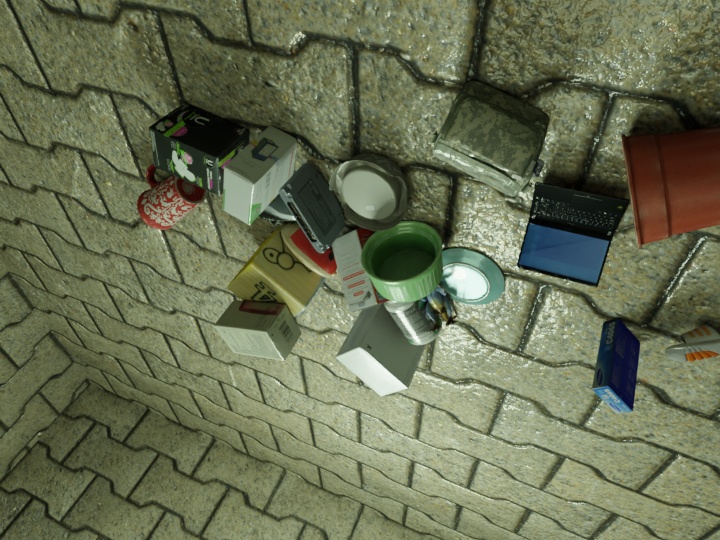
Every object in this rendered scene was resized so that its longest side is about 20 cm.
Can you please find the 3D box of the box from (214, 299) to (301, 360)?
[{"bbox_3d":[-0.293,0.169,1.495,0.199,0.109,0.128,3,134,31],"label":"box"}]

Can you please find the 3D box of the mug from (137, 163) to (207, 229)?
[{"bbox_3d":[-0.568,-0.228,1.540,0.199,0.134,0.178,-18,122,40],"label":"mug"}]

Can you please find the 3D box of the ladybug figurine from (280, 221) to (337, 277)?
[{"bbox_3d":[-0.131,-0.065,1.438,0.200,0.136,0.072,45,110,0],"label":"ladybug figurine"}]

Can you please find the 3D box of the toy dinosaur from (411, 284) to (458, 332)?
[{"bbox_3d":[0.183,0.070,1.389,0.105,0.200,0.182,-20,88,11],"label":"toy dinosaur"}]

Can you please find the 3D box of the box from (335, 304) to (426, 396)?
[{"bbox_3d":[0.069,0.229,1.554,0.200,0.199,0.131,43,140,-14],"label":"box"}]

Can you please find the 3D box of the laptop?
[{"bbox_3d":[0.429,-0.071,1.076,0.176,0.104,0.200,15,158,18],"label":"laptop"}]

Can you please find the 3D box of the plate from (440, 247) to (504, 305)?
[{"bbox_3d":[0.271,0.025,1.348,0.199,0.026,0.201,18,140,16],"label":"plate"}]

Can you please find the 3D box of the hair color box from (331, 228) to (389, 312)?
[{"bbox_3d":[0.000,0.000,1.386,0.111,0.064,0.201,-21,81,45],"label":"hair color box"}]

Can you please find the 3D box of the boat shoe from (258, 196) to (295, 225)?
[{"bbox_3d":[-0.235,-0.160,1.437,0.198,0.074,0.068,13,133,22],"label":"boat shoe"}]

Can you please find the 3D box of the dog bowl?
[{"bbox_3d":[0.027,-0.192,1.249,0.199,0.059,0.201,18,140,16],"label":"dog bowl"}]

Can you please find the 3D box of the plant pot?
[{"bbox_3d":[0.554,-0.150,0.864,0.194,0.201,0.201,-8,128,28],"label":"plant pot"}]

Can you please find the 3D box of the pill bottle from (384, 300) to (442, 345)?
[{"bbox_3d":[0.137,0.103,1.445,0.113,0.113,0.200,-9,127,39],"label":"pill bottle"}]

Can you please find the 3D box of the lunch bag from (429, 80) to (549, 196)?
[{"bbox_3d":[0.242,-0.237,0.976,0.199,0.168,0.140,28,141,3],"label":"lunch bag"}]

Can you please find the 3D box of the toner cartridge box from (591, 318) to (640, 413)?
[{"bbox_3d":[0.594,0.218,1.204,0.095,0.200,0.043,43,141,-13],"label":"toner cartridge box"}]

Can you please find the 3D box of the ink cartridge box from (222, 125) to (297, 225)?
[{"bbox_3d":[-0.244,-0.234,1.268,0.087,0.200,0.146,29,142,7],"label":"ink cartridge box"}]

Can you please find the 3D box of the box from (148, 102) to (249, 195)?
[{"bbox_3d":[-0.405,-0.312,1.328,0.199,0.149,0.125,25,139,8],"label":"box"}]

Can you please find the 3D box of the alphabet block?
[{"bbox_3d":[-0.235,0.017,1.534,0.200,0.196,0.196,41,138,-11],"label":"alphabet block"}]

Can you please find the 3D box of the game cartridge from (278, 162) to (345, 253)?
[{"bbox_3d":[-0.114,-0.161,1.312,0.040,0.133,0.200,0,131,42],"label":"game cartridge"}]

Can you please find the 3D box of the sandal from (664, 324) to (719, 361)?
[{"bbox_3d":[0.773,0.150,1.138,0.206,0.059,0.079,-13,144,16],"label":"sandal"}]

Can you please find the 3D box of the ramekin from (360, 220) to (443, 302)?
[{"bbox_3d":[0.108,-0.018,1.277,0.199,0.200,0.098,8,143,26],"label":"ramekin"}]
